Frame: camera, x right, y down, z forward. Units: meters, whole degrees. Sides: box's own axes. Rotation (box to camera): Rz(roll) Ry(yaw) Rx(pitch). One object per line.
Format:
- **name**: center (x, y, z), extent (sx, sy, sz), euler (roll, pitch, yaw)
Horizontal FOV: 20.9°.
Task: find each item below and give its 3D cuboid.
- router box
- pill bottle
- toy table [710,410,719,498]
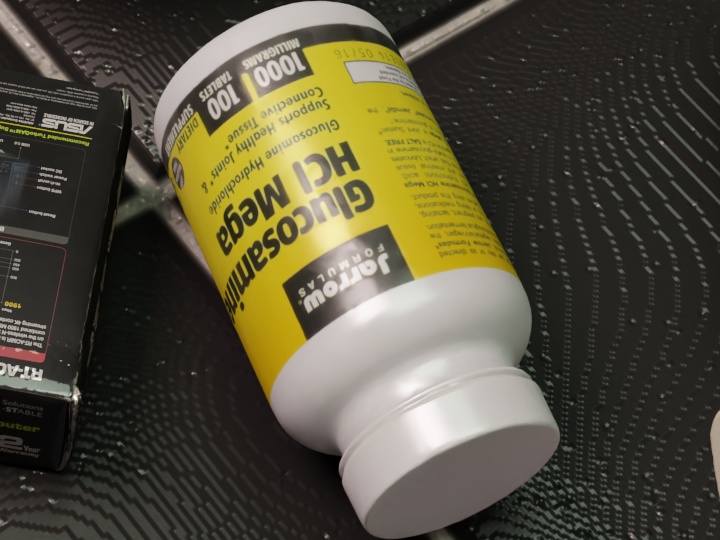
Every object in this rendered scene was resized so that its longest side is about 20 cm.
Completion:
- **router box**: center (-0.199, -0.013, 0.781), extent (0.198, 0.062, 0.151), euler (10, 55, -6)
- **pill bottle**: center (0.000, 0.000, 0.787), extent (0.112, 0.113, 0.201), euler (-16, 62, -21)
- **toy table**: center (0.172, 0.150, 0.728), extent (0.199, 0.117, 0.184), euler (-29, 67, -26)
